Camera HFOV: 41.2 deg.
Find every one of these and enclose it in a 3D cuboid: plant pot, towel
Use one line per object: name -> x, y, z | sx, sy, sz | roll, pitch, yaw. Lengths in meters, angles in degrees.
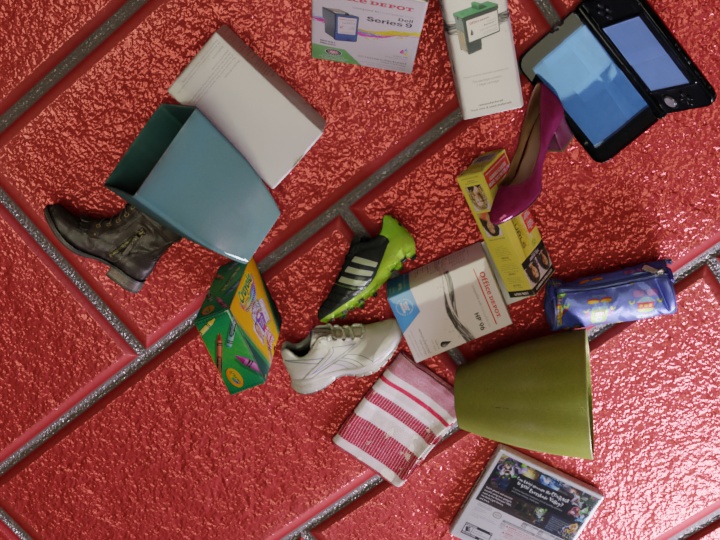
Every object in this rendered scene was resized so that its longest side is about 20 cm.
plant pot -> -0.218, -0.109, 1.322 | 0.199, 0.140, 0.143 | 40, 79, -31
towel -> 0.063, 0.242, 1.529 | 0.143, 0.023, 0.201 | 34, 108, -10
plant pot -> 0.243, 0.186, 1.431 | 0.196, 0.188, 0.191 | -3, 112, 15

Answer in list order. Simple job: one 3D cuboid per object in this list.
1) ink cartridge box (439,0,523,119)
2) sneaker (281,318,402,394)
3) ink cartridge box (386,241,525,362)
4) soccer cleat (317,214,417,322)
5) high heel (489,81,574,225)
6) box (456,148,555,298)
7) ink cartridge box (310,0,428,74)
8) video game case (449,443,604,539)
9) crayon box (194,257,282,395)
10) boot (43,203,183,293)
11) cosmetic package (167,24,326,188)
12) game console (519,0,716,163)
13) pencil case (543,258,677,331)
ink cartridge box -> 0.150, -0.318, 1.245 | 0.083, 0.147, 0.204 | -11, 110, 6
sneaker -> -0.030, 0.118, 1.449 | 0.197, 0.075, 0.088 | -24, 121, 9
ink cartridge box -> 0.149, 0.039, 1.424 | 0.197, 0.068, 0.118 | -23, 109, 10
soccer cleat -> 0.000, 0.000, 1.421 | 0.200, 0.067, 0.082 | -43, 73, 25
high heel -> 0.216, -0.158, 1.302 | 0.097, 0.067, 0.201 | 51, 60, -28
box -> 0.210, -0.066, 1.373 | 0.050, 0.075, 0.203 | -8, 115, 45
ink cartridge box -> 0.011, -0.338, 1.207 | 0.142, 0.200, 0.089 | 9, 75, -2
video game case -> 0.273, 0.400, 1.584 | 0.197, 0.023, 0.184 | 25, 110, -7
crayon box -> -0.171, 0.073, 1.375 | 0.057, 0.201, 0.121 | -20, 110, 10
boot -> -0.340, -0.083, 1.400 | 0.199, 0.069, 0.175 | 38, 102, -16
cosmetic package -> -0.154, -0.226, 1.325 | 0.113, 0.081, 0.200 | -42, 106, 16
game console -> 0.341, -0.256, 1.283 | 0.200, 0.172, 0.119 | 46, 80, -15
pencil case -> 0.368, 0.036, 1.410 | 0.195, 0.079, 0.088 | -9, 140, 5
